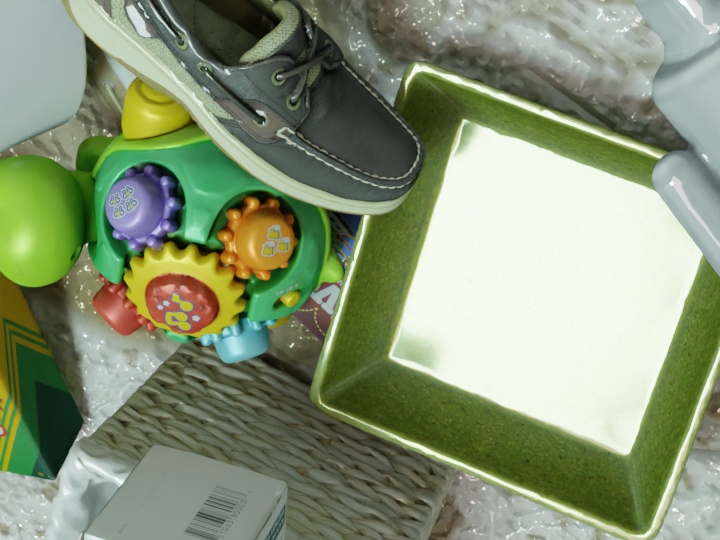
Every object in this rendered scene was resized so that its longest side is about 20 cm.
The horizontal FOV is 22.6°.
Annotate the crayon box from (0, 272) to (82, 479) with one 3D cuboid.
[{"bbox_3d":[-0.258,0.041,1.082,0.126,0.051,0.201,7,140,21],"label":"crayon box"}]

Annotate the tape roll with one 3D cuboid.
[{"bbox_3d":[-0.222,-0.154,0.929,0.202,0.071,0.203,41,146,35],"label":"tape roll"}]

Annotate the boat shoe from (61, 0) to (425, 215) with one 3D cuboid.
[{"bbox_3d":[-0.049,-0.100,0.859,0.200,0.072,0.066,35,146,-10],"label":"boat shoe"}]

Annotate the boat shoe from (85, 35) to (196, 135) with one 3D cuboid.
[{"bbox_3d":[-0.147,-0.148,0.953,0.068,0.075,0.200,-27,105,28],"label":"boat shoe"}]

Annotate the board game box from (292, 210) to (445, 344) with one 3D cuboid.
[{"bbox_3d":[0.000,0.000,1.006,0.200,0.019,0.103,43,127,-3],"label":"board game box"}]

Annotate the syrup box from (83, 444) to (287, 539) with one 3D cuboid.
[{"bbox_3d":[-0.090,0.198,0.927,0.081,0.079,0.201,14,124,15],"label":"syrup box"}]

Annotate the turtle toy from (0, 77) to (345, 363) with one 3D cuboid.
[{"bbox_3d":[-0.105,-0.019,0.940,0.199,0.101,0.146,15,135,0],"label":"turtle toy"}]

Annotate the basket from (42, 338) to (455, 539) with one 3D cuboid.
[{"bbox_3d":[-0.068,0.175,1.051,0.199,0.161,0.199,25,126,10],"label":"basket"}]

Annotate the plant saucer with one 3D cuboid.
[{"bbox_3d":[0.094,0.013,0.932,0.199,0.048,0.201,22,111,13],"label":"plant saucer"}]

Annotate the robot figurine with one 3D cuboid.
[{"bbox_3d":[0.211,-0.070,0.808,0.169,0.113,0.200,-40,97,2],"label":"robot figurine"}]
